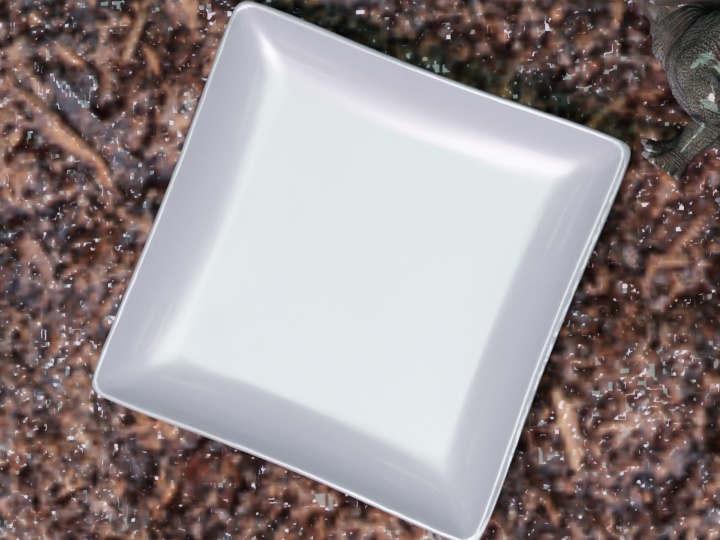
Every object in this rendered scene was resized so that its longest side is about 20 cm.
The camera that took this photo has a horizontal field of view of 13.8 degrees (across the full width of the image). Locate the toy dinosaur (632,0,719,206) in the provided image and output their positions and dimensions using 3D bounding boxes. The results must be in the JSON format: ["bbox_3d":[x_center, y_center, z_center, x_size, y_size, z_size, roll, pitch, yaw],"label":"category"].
[{"bbox_3d":[0.188,-0.073,1.329,0.200,0.077,0.102,34,99,13],"label":"toy dinosaur"}]

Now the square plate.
[{"bbox_3d":[0.000,0.000,1.381,0.199,0.028,0.199,21,91,11],"label":"square plate"}]
